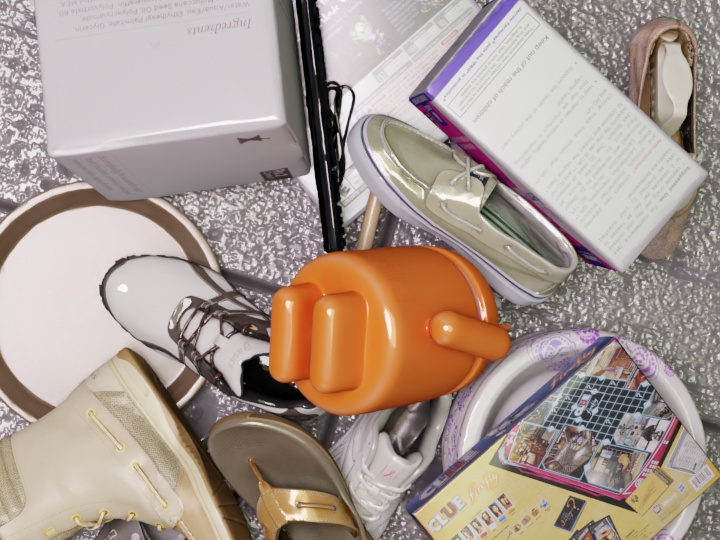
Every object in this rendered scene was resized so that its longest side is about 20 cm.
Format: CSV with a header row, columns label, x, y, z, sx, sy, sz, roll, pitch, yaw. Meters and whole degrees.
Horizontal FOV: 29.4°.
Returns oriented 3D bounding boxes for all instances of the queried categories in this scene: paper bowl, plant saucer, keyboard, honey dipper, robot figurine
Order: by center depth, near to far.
label,x,y,z,sx,sy,sz,roll,pitch,yaw
robot figurine,0.023,0.041,0.983,0.199,0.144,0.117,-6,64,-50
keyboard,-0.020,-0.113,1.032,0.039,0.104,0.201,-6,96,-5
plant saucer,-0.204,0.031,1.068,0.199,0.029,0.201,0,91,-9
honey dipper,0.000,0.000,1.082,0.038,0.038,0.201,14,96,-9
paper bowl,0.163,0.146,1.090,0.199,0.104,0.202,0,90,-9

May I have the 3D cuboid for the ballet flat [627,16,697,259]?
label,x,y,z,sx,sy,sz,roll,pitch,yaw
ballet flat,0.247,-0.109,1.123,0.068,0.067,0.201,-2,91,-11

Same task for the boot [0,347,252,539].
label,x,y,z,sx,sy,sz,roll,pitch,yaw
boot,-0.180,0.179,1.009,0.155,0.073,0.201,-33,80,-2

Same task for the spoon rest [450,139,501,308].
label,x,y,z,sx,sy,sz,roll,pitch,yaw
spoon rest,0.109,-0.064,1.113,0.099,0.061,0.201,19,74,-10

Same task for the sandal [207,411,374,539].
label,x,y,z,sx,sy,sz,roll,pitch,yaw
sandal,-0.041,0.190,1.018,0.080,0.054,0.201,-29,101,20

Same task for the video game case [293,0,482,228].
label,x,y,z,sx,sy,sz,roll,pitch,yaw
video game case,0.000,-0.164,1.087,0.200,0.023,0.182,-40,96,5

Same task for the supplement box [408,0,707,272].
label,x,y,z,sx,sy,sz,roll,pitch,yaw
supplement box,0.145,-0.102,1.033,0.200,0.101,0.103,40,89,-6

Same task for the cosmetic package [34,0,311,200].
label,x,y,z,sx,sy,sz,roll,pitch,yaw
cosmetic package,-0.132,-0.170,0.985,0.164,0.165,0.201,-7,81,4

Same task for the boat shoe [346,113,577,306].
label,x,y,z,sx,sy,sz,roll,pitch,yaw
boat shoe,0.080,-0.055,1.031,0.200,0.062,0.072,38,51,-9

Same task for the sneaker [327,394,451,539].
label,x,y,z,sx,sy,sz,roll,pitch,yaw
sneaker,0.008,0.157,1.066,0.078,0.099,0.201,27,86,-8

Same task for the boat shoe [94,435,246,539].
label,x,y,z,sx,sy,sz,roll,pitch,yaw
boat shoe,-0.141,0.187,1.063,0.200,0.057,0.067,-43,96,-7

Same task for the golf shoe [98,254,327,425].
label,x,y,z,sx,sy,sz,roll,pitch,yaw
golf shoe,-0.104,0.047,1.021,0.199,0.094,0.078,28,88,-3

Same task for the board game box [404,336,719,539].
label,x,y,z,sx,sy,sz,roll,pitch,yaw
board game box,0.151,0.164,1.018,0.200,0.035,0.136,-39,95,-8
